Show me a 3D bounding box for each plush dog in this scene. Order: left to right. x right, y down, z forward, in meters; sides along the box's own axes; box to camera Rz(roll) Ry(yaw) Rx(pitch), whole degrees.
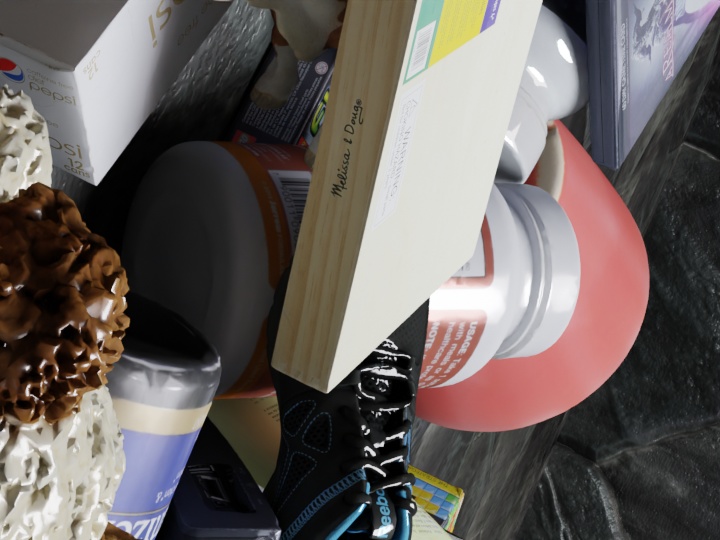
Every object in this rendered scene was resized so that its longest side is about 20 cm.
[{"bbox_3d":[-0.119,0.059,0.499,0.200,0.160,0.172,-51,-176,-1],"label":"plush dog"}]

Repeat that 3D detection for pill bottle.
[{"bbox_3d":[-0.138,0.103,0.706,0.201,0.111,0.112,-67,166,9],"label":"pill bottle"},{"bbox_3d":[0.000,0.000,0.859,0.199,0.112,0.113,0,120,-36],"label":"pill bottle"},{"bbox_3d":[0.086,-0.148,0.946,0.201,0.116,0.116,-61,166,-16],"label":"pill bottle"}]

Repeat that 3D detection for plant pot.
[{"bbox_3d":[0.066,-0.021,1.128,0.201,0.199,0.177,-61,157,-14],"label":"plant pot"}]

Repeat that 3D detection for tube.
[{"bbox_3d":[-0.035,0.084,0.869,0.058,0.200,0.052,-32,139,-33],"label":"tube"}]

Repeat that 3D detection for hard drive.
[{"bbox_3d":[-0.102,0.121,0.797,0.136,0.042,0.200,-68,-153,8],"label":"hard drive"}]

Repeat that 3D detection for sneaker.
[{"bbox_3d":[0.001,0.071,0.754,0.073,0.082,0.202,10,91,-32],"label":"sneaker"}]

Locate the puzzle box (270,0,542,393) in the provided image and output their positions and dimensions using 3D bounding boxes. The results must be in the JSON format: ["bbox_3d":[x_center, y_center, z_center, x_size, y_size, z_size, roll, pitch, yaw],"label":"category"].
[{"bbox_3d":[0.027,-0.070,0.653,0.133,0.025,0.201,-39,147,-55],"label":"puzzle box"}]

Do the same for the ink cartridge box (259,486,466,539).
[{"bbox_3d":[-0.036,0.137,0.958,0.110,0.199,0.050,-68,166,14],"label":"ink cartridge box"}]

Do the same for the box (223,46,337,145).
[{"bbox_3d":[-0.004,-0.125,0.970,0.201,0.035,0.110,-63,166,-6],"label":"box"}]

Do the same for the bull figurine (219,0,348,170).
[{"bbox_3d":[0.002,-0.114,0.683,0.200,0.065,0.122,-45,160,-48],"label":"bull figurine"}]

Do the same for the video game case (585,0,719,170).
[{"bbox_3d":[0.164,-0.167,0.930,0.200,0.019,0.143,-57,154,-28],"label":"video game case"}]

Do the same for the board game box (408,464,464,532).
[{"bbox_3d":[-0.046,0.176,1.067,0.057,0.164,0.201,-47,158,-51],"label":"board game box"}]

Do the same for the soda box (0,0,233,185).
[{"bbox_3d":[-0.068,-0.131,0.658,0.201,0.063,0.068,-58,165,-28],"label":"soda box"}]
